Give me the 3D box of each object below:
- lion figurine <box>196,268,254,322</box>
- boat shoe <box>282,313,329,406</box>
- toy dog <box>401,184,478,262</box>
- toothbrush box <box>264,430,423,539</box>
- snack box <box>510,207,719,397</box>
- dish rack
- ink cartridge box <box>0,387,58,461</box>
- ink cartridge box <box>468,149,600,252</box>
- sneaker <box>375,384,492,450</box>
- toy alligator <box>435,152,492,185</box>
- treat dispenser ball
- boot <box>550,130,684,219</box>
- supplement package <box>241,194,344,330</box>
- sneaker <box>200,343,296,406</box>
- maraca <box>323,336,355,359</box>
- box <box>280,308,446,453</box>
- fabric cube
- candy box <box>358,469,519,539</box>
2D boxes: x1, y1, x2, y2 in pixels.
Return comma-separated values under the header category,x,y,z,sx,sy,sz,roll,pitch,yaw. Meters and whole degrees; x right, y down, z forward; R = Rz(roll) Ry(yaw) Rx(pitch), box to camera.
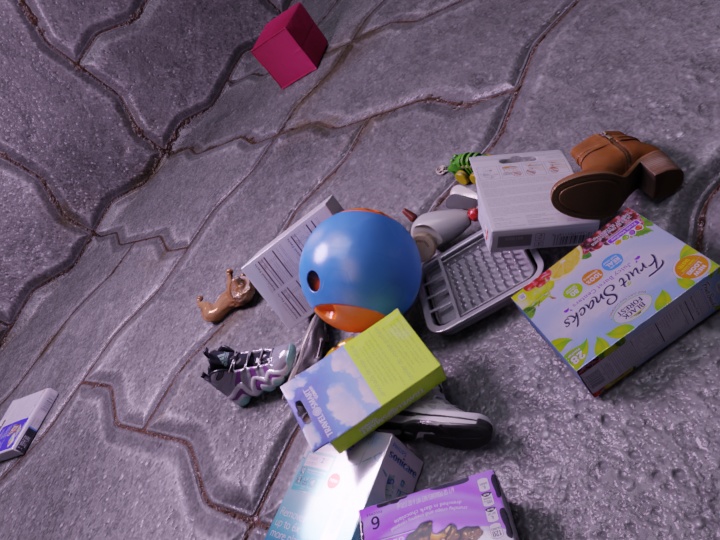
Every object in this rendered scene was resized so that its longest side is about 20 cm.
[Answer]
category,x,y,z,sx,sy,sz,roll,pitch,yaw
lion figurine,-0.324,0.073,1.418,0.200,0.072,0.123,-46,37,23
boat shoe,-0.086,0.159,1.072,0.067,0.057,0.201,118,173,-47
toy dog,0.151,-0.105,1.023,0.200,0.097,0.132,-38,3,4
toothbrush box,-0.025,0.316,0.784,0.146,0.085,0.201,-4,48,44
snack box,0.320,0.034,0.751,0.200,0.068,0.169,-39,32,8
dish rack,0.189,0.013,0.940,0.199,0.044,0.172,-32,33,17
ink cartridge box,-0.990,0.449,1.712,0.199,0.043,0.199,-19,39,29
ink cartridge box,0.261,-0.113,0.930,0.161,0.050,0.201,-5,41,2
sneaker,0.101,0.175,0.818,0.200,0.076,0.116,-9,47,45
toy alligator,0.204,-0.209,1.168,0.059,0.054,0.199,-51,33,-13
treat dispenser ball,0.000,0.000,0.964,0.200,0.201,0.202,-28,35,22
boot,0.350,-0.155,0.881,0.198,0.077,0.156,-17,37,-3
supplement package,-0.094,-0.020,1.145,0.199,0.151,0.152,-36,9,10
sneaker,-0.220,0.169,1.080,0.200,0.140,0.078,-39,29,30
maraca,0.006,0.149,0.930,0.200,0.107,0.137,-40,11,-34
box,0.003,0.154,0.809,0.199,0.048,0.122,-33,48,-6
fabric cube,-0.273,-0.877,2.321,0.195,0.200,0.200,-18,42,33
candy box,0.094,0.334,0.615,0.167,0.072,0.201,-20,37,9
